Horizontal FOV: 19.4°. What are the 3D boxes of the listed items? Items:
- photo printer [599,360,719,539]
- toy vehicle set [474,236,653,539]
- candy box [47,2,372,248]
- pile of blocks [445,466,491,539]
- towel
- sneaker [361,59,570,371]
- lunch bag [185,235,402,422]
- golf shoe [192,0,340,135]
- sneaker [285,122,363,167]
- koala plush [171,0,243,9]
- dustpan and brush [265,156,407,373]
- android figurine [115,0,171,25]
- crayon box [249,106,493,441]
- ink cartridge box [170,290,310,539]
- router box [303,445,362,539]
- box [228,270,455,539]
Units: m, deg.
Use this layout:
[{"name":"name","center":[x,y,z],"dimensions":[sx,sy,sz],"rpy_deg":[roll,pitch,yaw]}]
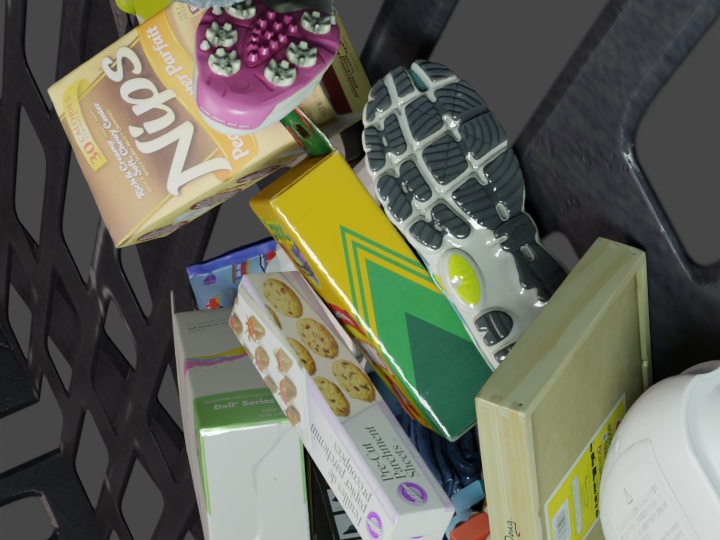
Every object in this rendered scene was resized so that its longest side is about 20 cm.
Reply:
[{"name":"photo printer","center":[0.180,0.143,0.952],"dimensions":[0.201,0.069,0.167],"rpy_deg":[62,163,18]},{"name":"toy vehicle set","center":[0.106,0.101,1.038],"dimensions":[0.026,0.124,0.201],"rpy_deg":[16,135,29]},{"name":"candy box","center":[-0.095,-0.108,1.315],"dimensions":[0.199,0.055,0.116],"rpy_deg":[-28,83,34]},{"name":"pile of blocks","center":[0.056,0.173,1.149],"dimensions":[0.082,0.062,0.202],"rpy_deg":[12,92,41]},{"name":"towel","center":[0.047,0.153,1.346],"dimensions":[0.201,0.048,0.112],"rpy_deg":[89,178,-45]},{"name":"sneaker","center":[0.057,-0.016,1.129],"dimensions":[0.080,0.077,0.201],"rpy_deg":[111,135,-79]},{"name":"lunch bag","center":[-0.021,0.044,1.440],"dimensions":[0.200,0.094,0.152],"rpy_deg":[-12,99,62]},{"name":"golf shoe","center":[-0.051,-0.116,1.153],"dimensions":[0.201,0.075,0.092],"rpy_deg":[-71,-2,-55]},{"name":"sneaker","center":[-0.077,-0.086,1.383],"dimensions":[0.201,0.107,0.068],"rpy_deg":[22,133,67]},{"name":"koala plush","center":[-0.044,-0.230,1.025],"dimensions":[0.200,0.183,0.179],"rpy_deg":[-27,87,61]},{"name":"dustpan and brush","center":[-0.006,0.044,1.311],"dimensions":[0.140,0.057,0.201],"rpy_deg":[-42,65,45]},{"name":"android figurine","center":[-0.142,-0.200,1.558],"dimensions":[0.182,0.041,0.201],"rpy_deg":[43,149,54]},{"name":"crayon box","center":[0.000,0.000,1.200],"dimensions":[0.201,0.051,0.127],"rpy_deg":[53,175,-5]},{"name":"ink cartridge box","center":[-0.081,0.100,1.385],"dimensions":[0.200,0.067,0.118],"rpy_deg":[-112,17,-61]},{"name":"router box","center":[-0.007,0.190,1.364],"dimensions":[0.158,0.052,0.201],"rpy_deg":[-109,14,-50]},{"name":"box","center":[-0.014,0.078,1.180],"dimensions":[0.200,0.041,0.039],"rpy_deg":[56,139,39]}]
